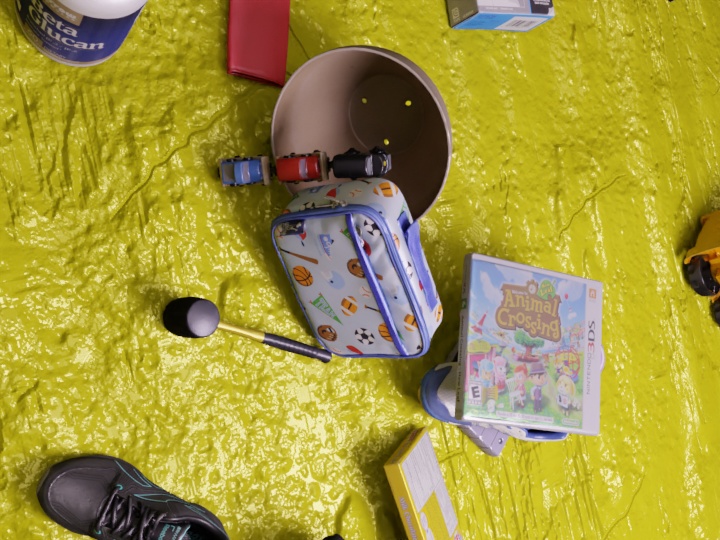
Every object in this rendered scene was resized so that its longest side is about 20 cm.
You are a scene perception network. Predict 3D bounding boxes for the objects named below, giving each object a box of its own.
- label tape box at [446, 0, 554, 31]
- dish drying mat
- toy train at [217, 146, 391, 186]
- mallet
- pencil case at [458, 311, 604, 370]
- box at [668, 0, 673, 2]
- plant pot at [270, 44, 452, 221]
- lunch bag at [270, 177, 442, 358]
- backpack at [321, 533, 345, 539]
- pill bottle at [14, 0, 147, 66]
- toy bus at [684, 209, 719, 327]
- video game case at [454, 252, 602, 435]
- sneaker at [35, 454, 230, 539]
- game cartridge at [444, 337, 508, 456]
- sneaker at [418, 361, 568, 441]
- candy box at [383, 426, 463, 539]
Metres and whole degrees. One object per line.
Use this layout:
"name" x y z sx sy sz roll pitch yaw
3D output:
"label tape box" 0.179 -0.437 1.022 0.142 0.063 0.205 -9 90 -31
"dish drying mat" -0.115 -0.316 0.861 0.075 0.018 0.205 6 81 -31
"toy train" -0.065 -0.106 0.784 0.046 0.195 0.035 -43 129 -67
"mallet" -0.108 0.069 0.795 0.197 0.065 0.042 19 78 -28
"pencil case" 0.218 0.078 0.944 0.198 0.084 0.086 34 104 -21
"box" 0.477 -0.560 1.225 0.198 0.040 0.139 34 70 -23
"plant pot" 0.015 -0.156 0.840 0.202 0.198 0.135 56 28 -13
"lunch bag" 0.000 0.000 0.791 0.076 0.158 0.203 -52 130 -42
"backpack" -0.010 0.394 0.769 0.198 0.154 0.193 35 61 -15
"pill bottle" -0.244 -0.268 0.674 0.109 0.199 0.114 4 82 -29
"toy bus" 0.633 -0.018 1.219 0.201 0.134 0.193 48 48 -19
"video game case" 0.199 0.088 0.866 0.196 0.022 0.186 11 77 -25
"sneaker" -0.206 0.231 0.712 0.198 0.079 0.077 28 71 -23
"game cartridge" 0.179 0.120 0.979 0.130 0.038 0.202 45 65 -23
"sneaker" 0.165 0.158 0.899 0.196 0.088 0.077 16 82 -25
"candy box" 0.084 0.298 0.879 0.102 0.026 0.204 -28 100 -66
